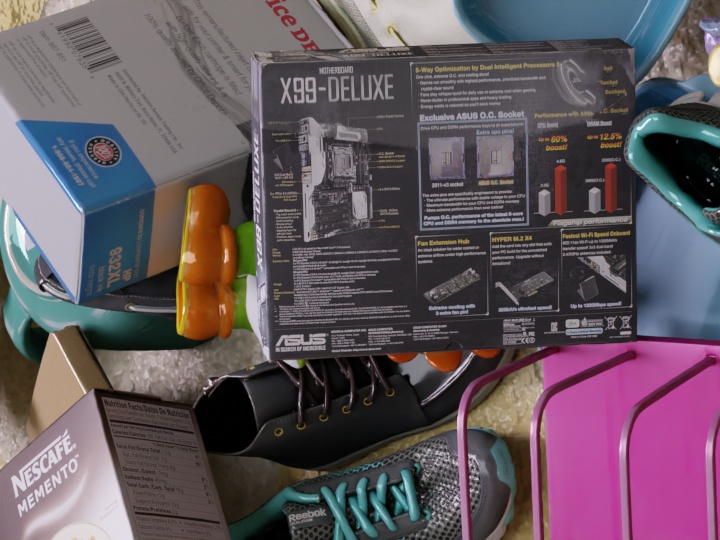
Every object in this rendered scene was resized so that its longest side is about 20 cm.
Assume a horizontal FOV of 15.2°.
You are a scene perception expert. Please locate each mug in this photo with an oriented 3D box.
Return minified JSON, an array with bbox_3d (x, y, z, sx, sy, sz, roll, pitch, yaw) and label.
[{"bbox_3d":[-0.156,-0.011,1.681,0.152,0.114,0.186,23,103,38],"label":"mug"}]

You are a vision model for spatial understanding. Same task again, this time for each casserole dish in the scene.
[{"bbox_3d":[0.169,-0.009,1.457,0.121,0.039,0.201,34,111,35],"label":"casserole dish"},{"bbox_3d":[0.129,-0.187,1.441,0.121,0.039,0.201,28,94,-4],"label":"casserole dish"}]

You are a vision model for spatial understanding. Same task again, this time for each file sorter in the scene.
[{"bbox_3d":[0.161,0.116,1.370,0.199,0.125,0.140,3,103,31],"label":"file sorter"}]

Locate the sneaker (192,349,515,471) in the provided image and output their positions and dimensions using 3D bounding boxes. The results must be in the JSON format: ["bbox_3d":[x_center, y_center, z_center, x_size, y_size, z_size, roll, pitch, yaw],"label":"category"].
[{"bbox_3d":[-0.002,0.063,1.554,0.200,0.106,0.075,-36,66,32],"label":"sneaker"}]

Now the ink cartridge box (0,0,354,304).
[{"bbox_3d":[-0.107,-0.087,1.538,0.145,0.199,0.084,52,150,31],"label":"ink cartridge box"}]

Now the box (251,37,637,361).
[{"bbox_3d":[0.044,-0.038,1.406,0.050,0.199,0.159,-116,24,-77],"label":"box"}]

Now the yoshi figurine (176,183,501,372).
[{"bbox_3d":[0.000,-0.010,1.489,0.199,0.112,0.113,5,101,-4],"label":"yoshi figurine"}]

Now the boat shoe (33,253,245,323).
[{"bbox_3d":[-0.093,-0.002,1.593,0.072,0.199,0.068,-103,29,-44],"label":"boat shoe"}]

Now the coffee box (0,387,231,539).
[{"bbox_3d":[-0.130,0.183,1.510,0.114,0.080,0.201,-40,55,33],"label":"coffee box"}]

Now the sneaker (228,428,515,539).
[{"bbox_3d":[0.001,0.145,1.549,0.200,0.091,0.078,-28,73,36],"label":"sneaker"}]

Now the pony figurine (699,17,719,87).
[{"bbox_3d":[0.263,-0.130,1.306,0.193,0.199,0.167,-13,87,55],"label":"pony figurine"}]

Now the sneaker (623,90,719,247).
[{"bbox_3d":[0.209,-0.021,1.344,0.200,0.091,0.078,35,107,28],"label":"sneaker"}]

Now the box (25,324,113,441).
[{"bbox_3d":[-0.149,0.151,1.665,0.200,0.021,0.164,60,156,16],"label":"box"}]

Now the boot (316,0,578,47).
[{"bbox_3d":[0.046,-0.183,1.544,0.154,0.072,0.201,-34,73,35],"label":"boot"}]
